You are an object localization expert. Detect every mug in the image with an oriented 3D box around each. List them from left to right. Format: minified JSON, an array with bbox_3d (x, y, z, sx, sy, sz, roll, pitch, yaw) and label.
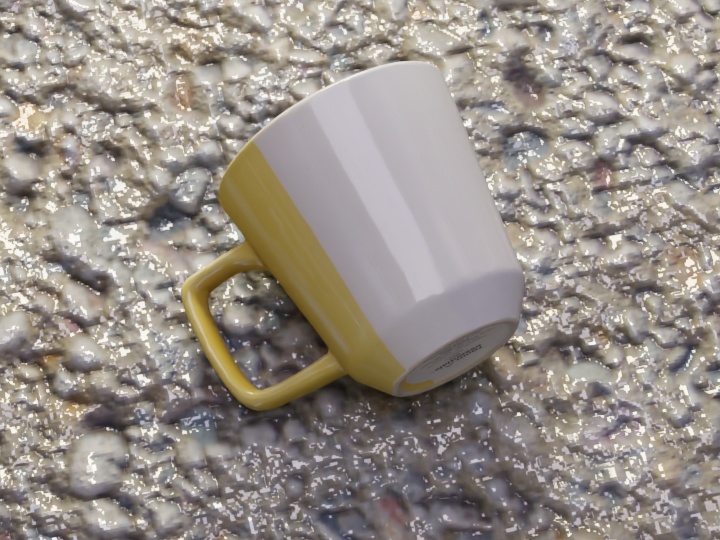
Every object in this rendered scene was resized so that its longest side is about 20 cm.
[{"bbox_3d":[0.009,-0.004,1.365,0.149,0.187,0.154,-13,66,-44],"label":"mug"}]
